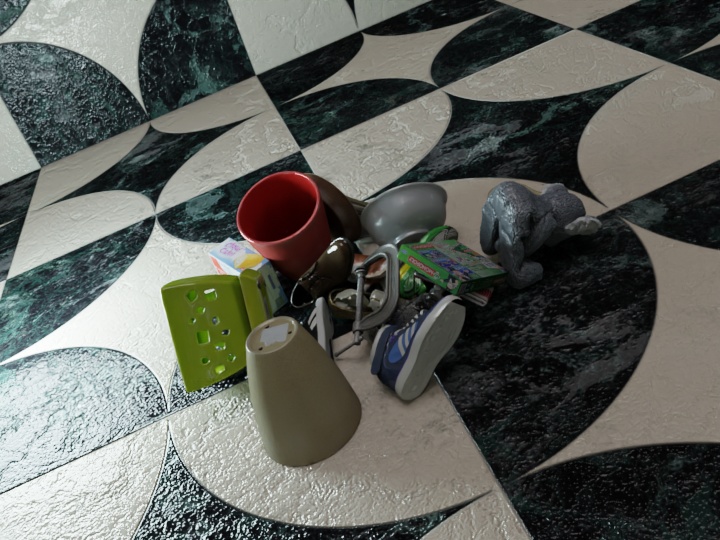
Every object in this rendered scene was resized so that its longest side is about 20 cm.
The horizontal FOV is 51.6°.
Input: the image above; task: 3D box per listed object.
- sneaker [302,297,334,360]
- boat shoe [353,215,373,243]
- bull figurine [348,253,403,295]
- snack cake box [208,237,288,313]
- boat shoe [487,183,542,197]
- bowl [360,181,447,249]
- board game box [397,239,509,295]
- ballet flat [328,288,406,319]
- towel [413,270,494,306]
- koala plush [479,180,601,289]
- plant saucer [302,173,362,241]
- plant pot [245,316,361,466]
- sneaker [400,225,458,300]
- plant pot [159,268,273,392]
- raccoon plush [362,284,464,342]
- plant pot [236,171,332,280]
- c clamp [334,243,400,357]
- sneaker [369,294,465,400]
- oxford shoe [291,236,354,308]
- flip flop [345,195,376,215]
[{"bbox_3d":[-0.112,0.131,1.451,0.109,0.074,0.202,-17,32,8],"label":"sneaker"},{"bbox_3d":[-0.020,-0.117,1.771,0.197,0.073,0.070,9,41,38],"label":"boat shoe"},{"bbox_3d":[0.000,0.000,1.582,0.196,0.067,0.121,1,24,37],"label":"bull figurine"},{"bbox_3d":[-0.254,0.015,1.673,0.067,0.117,0.198,-37,35,-21],"label":"snack cake box"},{"bbox_3d":[0.345,-0.136,1.580,0.197,0.072,0.064,14,44,42],"label":"boat shoe"},{"bbox_3d":[0.104,-0.096,1.595,0.196,0.202,0.092,-18,65,5],"label":"bowl"},{"bbox_3d":[0.171,-0.010,1.346,0.133,0.030,0.198,33,22,29],"label":"board game box"},{"bbox_3d":[0.017,0.067,1.477,0.196,0.072,0.071,2,38,33],"label":"ballet flat"},{"bbox_3d":[0.181,0.009,1.386,0.141,0.023,0.200,24,20,9],"label":"towel"},{"bbox_3d":[0.350,-0.097,1.434,0.195,0.187,0.178,-13,37,-12],"label":"koala plush"},{"bbox_3d":[-0.084,-0.132,1.715,0.198,0.202,0.037,14,53,43],"label":"plant saucer"},{"bbox_3d":[-0.113,0.184,1.249,0.183,0.203,0.189,-15,31,9],"label":"plant pot"},{"bbox_3d":[0.150,-0.010,1.520,0.084,0.079,0.201,15,55,35],"label":"sneaker"},{"bbox_3d":[-0.259,0.099,1.429,0.177,0.204,0.200,-14,5,-2],"label":"plant pot"},{"bbox_3d":[0.103,0.069,1.401,0.196,0.099,0.134,5,32,33],"label":"raccoon plush"},{"bbox_3d":[-0.151,-0.087,1.644,0.195,0.178,0.204,-10,53,14],"label":"plant pot"},{"bbox_3d":[0.013,0.047,1.408,0.169,0.027,0.204,-27,45,43],"label":"c clamp"},{"bbox_3d":[0.084,0.106,1.290,0.146,0.080,0.203,40,106,49],"label":"sneaker"},{"bbox_3d":[-0.078,0.014,1.511,0.073,0.201,0.084,47,36,15],"label":"oxford shoe"},{"bbox_3d":[0.045,-0.150,1.709,0.195,0.059,0.081,15,14,-5],"label":"flip flop"}]
